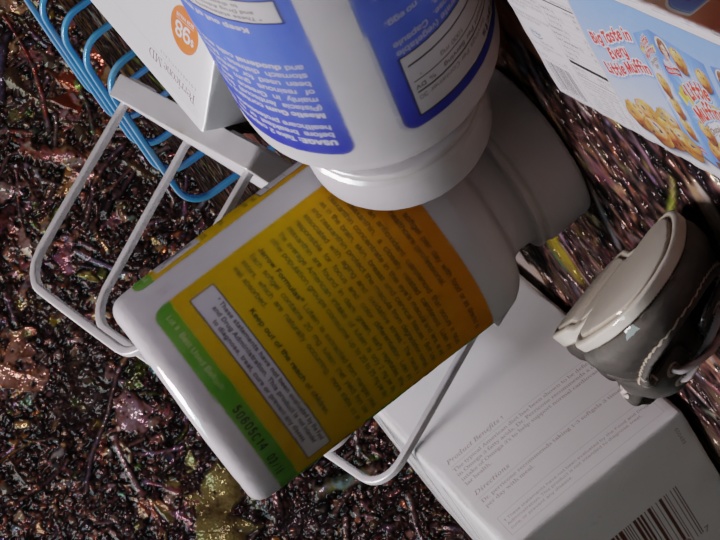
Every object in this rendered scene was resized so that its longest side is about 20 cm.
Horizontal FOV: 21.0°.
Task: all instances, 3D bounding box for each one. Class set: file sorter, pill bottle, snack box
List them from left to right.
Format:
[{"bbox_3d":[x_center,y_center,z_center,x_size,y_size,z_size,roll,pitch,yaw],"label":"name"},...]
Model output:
[{"bbox_3d":[-0.136,-0.160,1.355,0.200,0.123,0.139,46,170,51],"label":"file sorter"},{"bbox_3d":[-0.052,0.010,1.022,0.200,0.125,0.139,32,178,-41],"label":"file sorter"},{"bbox_3d":[-0.009,-0.109,0.741,0.112,0.112,0.200,49,172,32],"label":"pill bottle"},{"bbox_3d":[0.000,0.000,0.863,0.111,0.200,0.111,52,174,7],"label":"pill bottle"},{"bbox_3d":[0.098,-0.064,0.596,0.072,0.024,0.200,57,173,-28],"label":"snack box"}]

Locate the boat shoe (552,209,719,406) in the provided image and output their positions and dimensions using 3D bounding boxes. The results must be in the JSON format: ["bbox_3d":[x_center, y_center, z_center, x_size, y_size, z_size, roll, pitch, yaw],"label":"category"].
[{"bbox_3d":[0.120,0.021,0.765,0.057,0.067,0.200,37,178,2],"label":"boat shoe"}]

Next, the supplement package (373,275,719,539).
[{"bbox_3d":[0.103,0.104,1.066,0.117,0.117,0.200,54,175,-34],"label":"supplement package"}]

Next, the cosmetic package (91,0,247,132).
[{"bbox_3d":[-0.097,-0.187,0.940,0.200,0.052,0.151,49,144,34],"label":"cosmetic package"}]

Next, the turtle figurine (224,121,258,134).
[{"bbox_3d":[-0.040,-0.113,1.047,0.200,0.101,0.150,42,175,25],"label":"turtle figurine"}]
